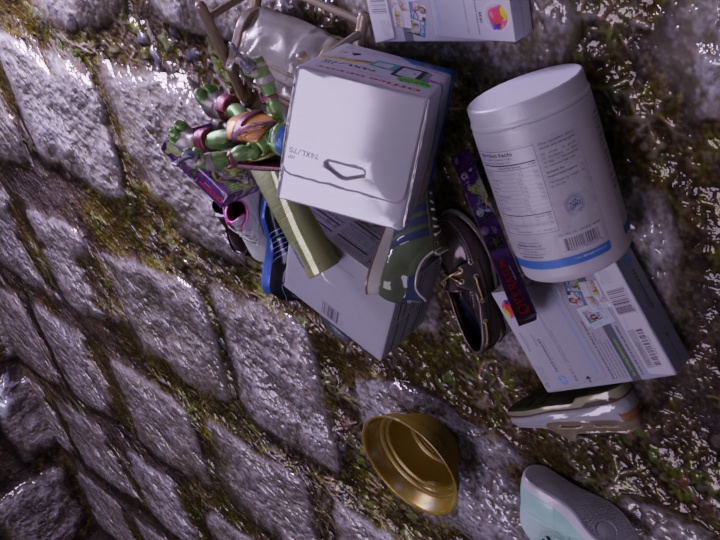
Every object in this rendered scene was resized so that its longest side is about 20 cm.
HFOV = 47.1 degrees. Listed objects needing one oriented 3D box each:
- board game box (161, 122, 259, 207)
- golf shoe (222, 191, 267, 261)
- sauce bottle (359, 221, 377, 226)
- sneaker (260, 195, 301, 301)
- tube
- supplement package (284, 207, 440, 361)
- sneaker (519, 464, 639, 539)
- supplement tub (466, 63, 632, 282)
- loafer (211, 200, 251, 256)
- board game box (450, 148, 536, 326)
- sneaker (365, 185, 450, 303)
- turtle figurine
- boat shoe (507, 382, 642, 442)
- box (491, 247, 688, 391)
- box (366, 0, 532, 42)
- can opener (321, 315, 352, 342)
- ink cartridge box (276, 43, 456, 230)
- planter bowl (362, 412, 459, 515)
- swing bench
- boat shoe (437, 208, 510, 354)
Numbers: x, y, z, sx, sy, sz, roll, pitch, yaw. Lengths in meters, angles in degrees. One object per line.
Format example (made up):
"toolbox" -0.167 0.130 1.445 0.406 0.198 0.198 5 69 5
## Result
"board game box" -0.182 -0.165 1.194 0.120 0.200 0.032 40 121 9
"golf shoe" -0.185 -0.082 1.330 0.075 0.092 0.201 15 137 23
"sauce bottle" 0.026 -0.153 1.099 0.064 0.065 0.201 33 138 25
"sneaker" -0.112 -0.048 1.317 0.077 0.070 0.202 15 113 32
"tube" -0.096 -0.087 1.123 0.058 0.052 0.201 -29 94 16
"supplement package" 0.000 0.000 1.215 0.199 0.111 0.157 37 141 22
"sneaker" 0.317 0.384 1.210 0.200 0.073 0.119 33 135 41
"supplement tub" 0.204 -0.102 0.884 0.131 0.132 0.202 0 118 48
"loafer" -0.223 -0.104 1.413 0.073 0.071 0.202 24 135 34
"board game box" 0.158 -0.035 0.968 0.032 0.120 0.202 -23 79 13
"sneaker" 0.078 -0.051 1.072 0.089 0.202 0.067 19 180 10
"turtle figurine" -0.172 -0.195 1.007 0.193 0.199 0.146 15 102 49
"boat shoe" 0.279 0.192 1.095 0.199 0.074 0.069 -23 97 53
"box" 0.274 0.065 1.009 0.199 0.041 0.157 -23 101 53
"box" 0.084 -0.331 0.903 0.199 0.041 0.157 14 129 43
"can opener" -0.066 0.030 1.360 0.200 0.066 0.053 44 144 20
"ink cartridge box" 0.012 -0.157 0.932 0.145 0.200 0.147 15 114 8
"planter bowl" 0.103 0.301 1.376 0.199 0.083 0.202 28 137 30
"swing bench" -0.099 -0.259 1.101 0.198 0.130 0.201 31 145 26
"boat shoe" 0.143 0.017 1.112 0.071 0.059 0.202 1 120 48
